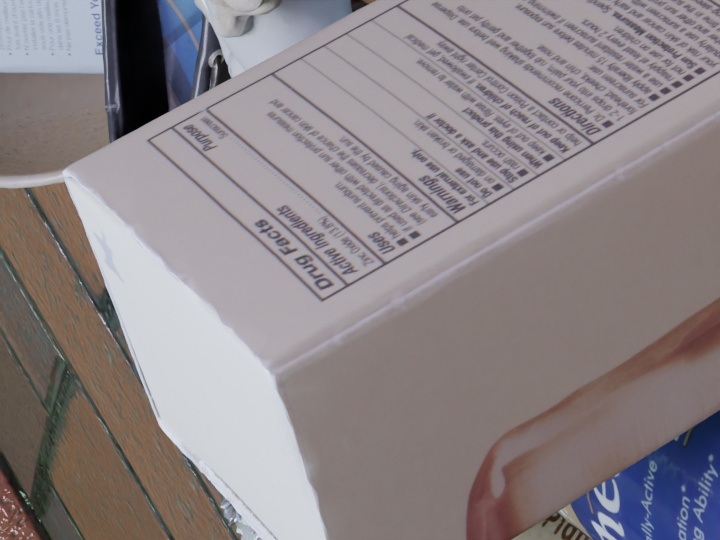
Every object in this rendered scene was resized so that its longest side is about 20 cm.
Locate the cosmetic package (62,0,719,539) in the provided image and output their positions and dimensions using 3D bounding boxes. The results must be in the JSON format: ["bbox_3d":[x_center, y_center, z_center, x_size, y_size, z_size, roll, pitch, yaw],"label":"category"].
[{"bbox_3d":[0.048,-0.018,0.579,0.103,0.200,0.087,44,156,47],"label":"cosmetic package"}]

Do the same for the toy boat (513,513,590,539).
[{"bbox_3d":[0.114,0.113,0.807,0.131,0.131,0.200,35,177,-28],"label":"toy boat"}]

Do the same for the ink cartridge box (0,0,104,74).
[{"bbox_3d":[-0.146,-0.165,0.883,0.041,0.200,0.200,-76,-14,-62],"label":"ink cartridge box"}]

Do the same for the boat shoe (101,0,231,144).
[{"bbox_3d":[-0.064,-0.112,0.815,0.070,0.066,0.200,13,112,37],"label":"boat shoe"}]

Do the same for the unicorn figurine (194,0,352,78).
[{"bbox_3d":[-0.036,-0.090,0.711,0.200,0.074,0.137,44,-161,-41],"label":"unicorn figurine"}]

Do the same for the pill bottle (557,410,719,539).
[{"bbox_3d":[0.104,0.036,0.663,0.200,0.111,0.111,37,152,55],"label":"pill bottle"}]

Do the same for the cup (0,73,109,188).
[{"bbox_3d":[-0.137,-0.151,0.997,0.143,0.200,0.200,-84,-28,-67],"label":"cup"}]

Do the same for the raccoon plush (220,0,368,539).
[{"bbox_3d":[0.000,0.000,0.893,0.134,0.097,0.200,-26,79,56],"label":"raccoon plush"}]
